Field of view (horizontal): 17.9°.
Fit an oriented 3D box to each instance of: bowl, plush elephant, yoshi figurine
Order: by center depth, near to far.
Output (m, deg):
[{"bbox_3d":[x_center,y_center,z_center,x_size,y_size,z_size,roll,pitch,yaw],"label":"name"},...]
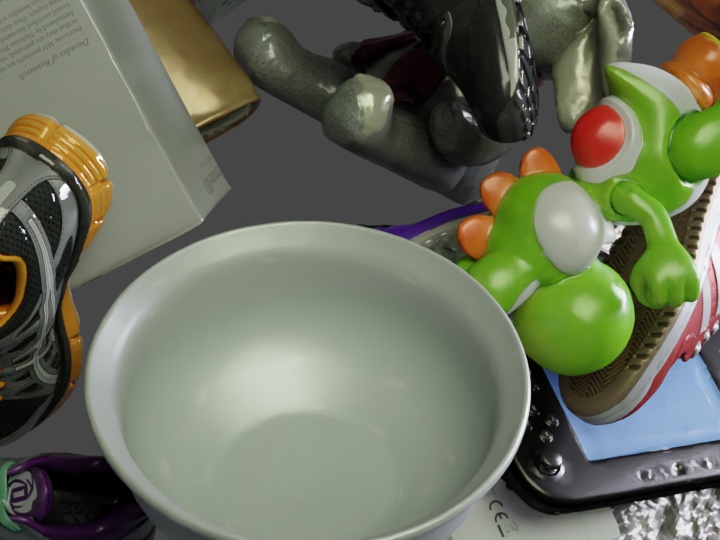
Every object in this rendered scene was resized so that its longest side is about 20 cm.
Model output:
[{"bbox_3d":[-0.025,0.077,1.051,0.201,0.090,0.201,1,44,-1],"label":"bowl"},{"bbox_3d":[0.135,-0.023,1.141,0.200,0.112,0.112,-38,70,-13],"label":"yoshi figurine"},{"bbox_3d":[0.063,-0.119,1.219,0.200,0.165,0.155,27,96,-25],"label":"plush elephant"}]

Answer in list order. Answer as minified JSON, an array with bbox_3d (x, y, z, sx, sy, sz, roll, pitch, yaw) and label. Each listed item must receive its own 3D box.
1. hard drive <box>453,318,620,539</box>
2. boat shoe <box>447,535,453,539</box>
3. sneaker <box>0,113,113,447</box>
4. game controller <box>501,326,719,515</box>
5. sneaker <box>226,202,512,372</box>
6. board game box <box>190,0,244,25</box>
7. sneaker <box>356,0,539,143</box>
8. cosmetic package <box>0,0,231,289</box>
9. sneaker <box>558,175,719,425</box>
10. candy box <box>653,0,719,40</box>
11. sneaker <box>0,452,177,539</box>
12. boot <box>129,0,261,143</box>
[{"bbox_3d":[0.022,0.113,1.182,0.200,0.027,0.132,-17,73,-25],"label":"hard drive"},{"bbox_3d":[-0.054,0.148,1.089,0.200,0.071,0.063,-24,59,-17],"label":"boat shoe"},{"bbox_3d":[-0.174,0.017,1.063,0.078,0.200,0.077,27,44,12],"label":"sneaker"},{"bbox_3d":[0.145,0.072,1.212,0.200,0.042,0.104,-5,67,-36],"label":"game controller"},{"bbox_3d":[0.000,0.000,1.187,0.200,0.070,0.100,-21,35,-20],"label":"sneaker"},{"bbox_3d":[-0.085,-0.243,1.207,0.148,0.200,0.064,47,61,6],"label":"board game box"},{"bbox_3d":[0.031,-0.138,1.125,0.088,0.076,0.200,-14,57,4],"label":"sneaker"},{"bbox_3d":[-0.149,-0.100,1.122,0.081,0.113,0.200,-28,99,9],"label":"cosmetic package"},{"bbox_3d":[0.178,0.017,1.212,0.112,0.071,0.200,48,59,-38],"label":"sneaker"},{"bbox_3d":[0.244,-0.216,1.304,0.117,0.200,0.056,40,40,3],"label":"candy box"},{"bbox_3d":[-0.189,0.109,1.078,0.200,0.088,0.074,-4,68,-21],"label":"sneaker"},{"bbox_3d":[-0.175,-0.133,1.206,0.175,0.066,0.200,-30,85,-14],"label":"boot"}]
